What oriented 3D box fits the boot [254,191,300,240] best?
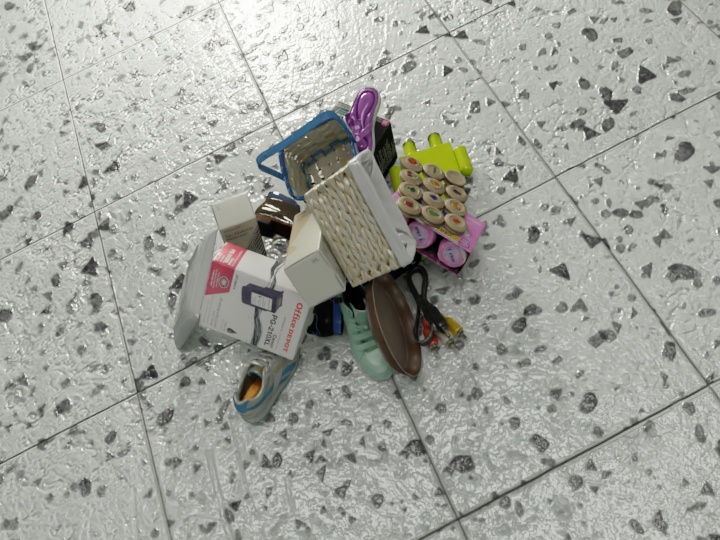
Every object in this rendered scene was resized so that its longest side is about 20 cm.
[{"bbox_3d":[-0.136,-0.111,1.434,0.195,0.075,0.099,18,60,8],"label":"boot"}]

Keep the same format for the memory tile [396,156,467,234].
[{"bbox_3d":[0.144,-0.154,1.313,0.150,0.017,0.203,19,40,-9],"label":"memory tile"}]

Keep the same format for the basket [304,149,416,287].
[{"bbox_3d":[0.001,-0.090,1.170,0.121,0.136,0.203,-25,100,15],"label":"basket"}]

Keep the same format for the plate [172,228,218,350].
[{"bbox_3d":[-0.342,0.038,1.347,0.032,0.199,0.205,16,62,-19],"label":"plate"}]

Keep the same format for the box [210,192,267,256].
[{"bbox_3d":[-0.242,-0.063,1.359,0.080,0.202,0.069,-21,60,-8],"label":"box"}]

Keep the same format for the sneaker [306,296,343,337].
[{"bbox_3d":[-0.074,0.035,1.347,0.076,0.071,0.205,-2,63,3],"label":"sneaker"}]

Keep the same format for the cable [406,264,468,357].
[{"bbox_3d":[0.127,0.081,1.300,0.095,0.051,0.202,-25,50,-6],"label":"cable"}]

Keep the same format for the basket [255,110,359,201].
[{"bbox_3d":[-0.082,-0.218,1.255,0.174,0.199,0.142,-27,66,19],"label":"basket"}]

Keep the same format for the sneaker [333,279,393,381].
[{"bbox_3d":[0.006,0.112,1.237,0.072,0.118,0.205,-23,83,-4],"label":"sneaker"}]

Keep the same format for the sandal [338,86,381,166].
[{"bbox_3d":[-0.007,-0.302,1.373,0.080,0.050,0.208,3,66,14],"label":"sandal"}]

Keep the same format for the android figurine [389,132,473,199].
[{"bbox_3d":[0.154,-0.208,1.441,0.177,0.041,0.204,-14,59,5],"label":"android figurine"}]

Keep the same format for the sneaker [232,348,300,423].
[{"bbox_3d":[-0.178,0.190,1.282,0.075,0.081,0.203,14,60,20],"label":"sneaker"}]

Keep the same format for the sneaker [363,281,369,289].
[{"bbox_3d":[0.000,0.000,1.341,0.070,0.083,0.205,-8,61,9],"label":"sneaker"}]

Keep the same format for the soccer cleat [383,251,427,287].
[{"bbox_3d":[0.094,-0.034,1.332,0.079,0.068,0.202,21,54,16],"label":"soccer cleat"}]

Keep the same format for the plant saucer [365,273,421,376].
[{"bbox_3d":[0.058,0.100,1.216,0.031,0.200,0.205,-21,58,19],"label":"plant saucer"}]

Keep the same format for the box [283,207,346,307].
[{"bbox_3d":[-0.076,-0.036,1.203,0.076,0.096,0.202,-26,26,16],"label":"box"}]

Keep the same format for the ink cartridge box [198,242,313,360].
[{"bbox_3d":[-0.188,0.058,1.245,0.195,0.147,0.085,20,29,0],"label":"ink cartridge box"}]

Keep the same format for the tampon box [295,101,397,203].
[{"bbox_3d":[-0.033,-0.234,1.447,0.147,0.127,0.202,25,70,23],"label":"tampon box"}]

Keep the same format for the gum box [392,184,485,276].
[{"bbox_3d":[0.137,-0.092,1.309,0.197,0.067,0.114,32,41,7],"label":"gum box"}]
